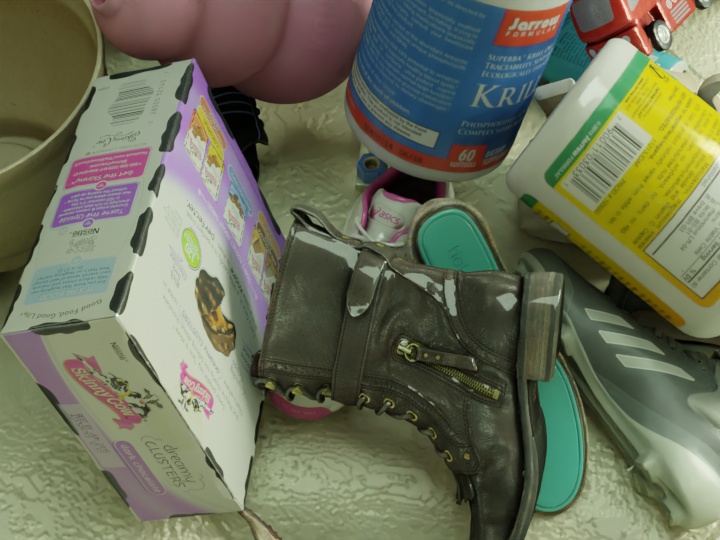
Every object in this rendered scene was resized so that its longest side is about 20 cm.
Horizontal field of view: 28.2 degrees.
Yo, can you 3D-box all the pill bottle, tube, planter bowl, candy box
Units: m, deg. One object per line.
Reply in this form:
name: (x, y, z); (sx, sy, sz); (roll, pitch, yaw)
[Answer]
pill bottle: (0.192, -0.033, 0.838); (0.199, 0.113, 0.113); (39, 59, 2)
tube: (0.144, -0.166, 1.055); (0.199, 0.051, 0.077); (30, 52, 29)
pill bottle: (0.066, -0.161, 0.839); (0.111, 0.201, 0.113); (10, 43, -10)
planter bowl: (-0.248, -0.084, 0.913); (0.197, 0.135, 0.202); (-2, 55, 3)
candy box: (-0.111, 0.011, 0.816); (0.071, 0.169, 0.201); (-8, 44, 18)

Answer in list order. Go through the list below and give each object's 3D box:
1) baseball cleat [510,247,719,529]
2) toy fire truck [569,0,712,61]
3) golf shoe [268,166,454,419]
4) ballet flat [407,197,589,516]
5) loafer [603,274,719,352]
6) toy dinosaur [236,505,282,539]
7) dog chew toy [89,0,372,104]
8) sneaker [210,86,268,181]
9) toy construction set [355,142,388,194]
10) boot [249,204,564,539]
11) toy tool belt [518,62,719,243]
baseball cleat: (0.177, 0.059, 0.880); (0.106, 0.070, 0.201); (-26, 70, -11)
toy fire truck: (0.195, -0.240, 0.991); (0.200, 0.049, 0.142); (-42, 107, -38)
golf shoe: (0.000, 0.000, 0.899); (0.075, 0.092, 0.201); (24, 58, 12)
ballet flat: (0.084, 0.048, 0.866); (0.067, 0.067, 0.202); (-20, 96, -3)
loafer: (0.256, 0.018, 0.916); (0.197, 0.063, 0.072); (0, 52, -3)
toy dinosaur: (0.020, 0.188, 0.775); (0.135, 0.087, 0.199); (-26, 42, -32)
dog chew toy: (-0.083, -0.169, 0.900); (0.199, 0.125, 0.125); (-4, 47, -47)
sneaker: (-0.098, -0.103, 0.988); (0.077, 0.070, 0.202); (19, 54, -7)
toy construction set: (0.029, -0.156, 1.011); (0.130, 0.092, 0.202); (-17, 72, -8)
boot: (0.022, 0.072, 0.814); (0.172, 0.069, 0.203); (8, 95, 10)
toy tool belt: (0.205, -0.075, 0.943); (0.197, 0.124, 0.126); (4, 54, -1)
